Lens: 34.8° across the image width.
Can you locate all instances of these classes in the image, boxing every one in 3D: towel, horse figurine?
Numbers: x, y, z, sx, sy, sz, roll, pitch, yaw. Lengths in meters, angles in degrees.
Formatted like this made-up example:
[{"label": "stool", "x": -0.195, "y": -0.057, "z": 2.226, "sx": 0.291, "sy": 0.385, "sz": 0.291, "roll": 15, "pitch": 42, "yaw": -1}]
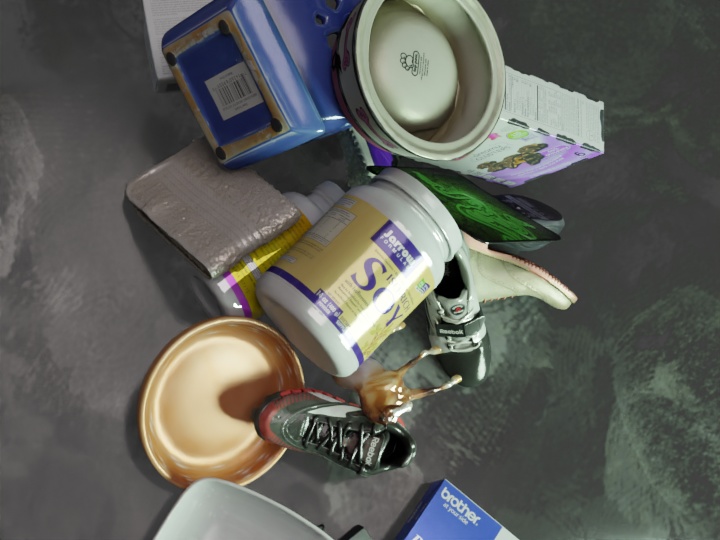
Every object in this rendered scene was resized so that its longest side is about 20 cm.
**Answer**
[{"label": "towel", "x": -0.172, "y": -0.077, "z": 1.300, "sx": 0.132, "sy": 0.035, "sz": 0.200, "roll": -36, "pitch": 50, "yaw": -21}, {"label": "horse figurine", "x": 0.018, "y": 0.109, "z": 1.318, "sx": 0.132, "sy": 0.050, "sz": 0.200, "roll": -27, "pitch": 41, "yaw": -27}]

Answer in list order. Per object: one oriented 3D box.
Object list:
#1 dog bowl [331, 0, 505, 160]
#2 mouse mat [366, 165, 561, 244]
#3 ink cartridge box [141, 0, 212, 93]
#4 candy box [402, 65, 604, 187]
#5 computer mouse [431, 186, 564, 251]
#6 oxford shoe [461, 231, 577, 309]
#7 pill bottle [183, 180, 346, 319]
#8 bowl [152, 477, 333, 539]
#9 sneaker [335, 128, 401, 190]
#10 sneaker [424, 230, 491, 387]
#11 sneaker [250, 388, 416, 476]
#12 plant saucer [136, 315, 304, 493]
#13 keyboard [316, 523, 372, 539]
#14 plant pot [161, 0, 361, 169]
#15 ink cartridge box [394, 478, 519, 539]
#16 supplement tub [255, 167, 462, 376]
[{"label": "dog bowl", "x": 0.056, "y": -0.209, "z": 1.205, "sx": 0.199, "sy": 0.074, "sz": 0.202, "roll": 4, "pitch": 84, "yaw": -35}, {"label": "mouse mat", "x": 0.120, "y": -0.079, "z": 1.338, "sx": 0.160, "sy": 0.008, "sz": 0.200, "roll": -3, "pitch": 32, "yaw": -47}, {"label": "ink cartridge box", "x": -0.188, "y": -0.322, "z": 1.408, "sx": 0.162, "sy": 0.057, "sz": 0.201, "roll": -8, "pitch": 74, "yaw": -18}, {"label": "candy box", "x": 0.163, "y": -0.172, "z": 1.379, "sx": 0.199, "sy": 0.167, "sz": 0.072, "roll": 12, "pitch": 72, "yaw": -33}, {"label": "computer mouse", "x": 0.168, "y": -0.058, "z": 1.416, "sx": 0.199, "sy": 0.138, "sz": 0.053, "roll": 1, "pitch": 116, "yaw": -41}, {"label": "oxford shoe", "x": 0.172, "y": 0.010, "z": 1.429, "sx": 0.199, "sy": 0.071, "sz": 0.074, "roll": 25, "pitch": 91, "yaw": -4}, {"label": "pill bottle", "x": -0.098, "y": -0.022, "z": 1.328, "sx": 0.200, "sy": 0.104, "sz": 0.105, "roll": -35, "pitch": 88, "yaw": -21}, {"label": "bowl", "x": -0.132, "y": 0.340, "z": 1.221, "sx": 0.199, "sy": 0.075, "sz": 0.201, "roll": 26, "pitch": 77, "yaw": 10}, {"label": "sneaker", "x": 0.028, "y": -0.156, "z": 1.417, "sx": 0.099, "sy": 0.070, "sz": 0.201, "roll": -15, "pitch": 82, "yaw": -22}, {"label": "sneaker", "x": 0.109, "y": 0.050, "z": 1.359, "sx": 0.074, "sy": 0.089, "sz": 0.201, "roll": -13, "pitch": 100, "yaw": 7}, {"label": "sneaker", "x": -0.022, "y": 0.182, "z": 1.279, "sx": 0.199, "sy": 0.098, "sz": 0.071, "roll": 16, "pitch": 95, "yaw": -27}, {"label": "plant saucer", "x": -0.156, "y": 0.145, "z": 1.267, "sx": 0.199, "sy": 0.037, "sz": 0.202, "roll": -8, "pitch": 105, "yaw": -30}, {"label": "keyboard", "x": -0.058, "y": 0.365, "z": 1.279, "sx": 0.200, "sy": 0.040, "sz": 0.104, "roll": -37, "pitch": 90, "yaw": -22}, {"label": "plant pot", "x": -0.088, "y": -0.228, "z": 1.264, "sx": 0.180, "sy": 0.199, "sz": 0.201, "roll": -35, "pitch": 103, "yaw": -40}, {"label": "ink cartridge box", "x": 0.142, "y": 0.344, "z": 1.341, "sx": 0.200, "sy": 0.044, "sz": 0.094, "roll": 40, "pitch": 68, "yaw": -3}, {"label": "supplement tub", "x": 0.000, "y": 0.000, "z": 1.247, "sx": 0.145, "sy": 0.145, "sz": 0.200, "roll": 45, "pitch": 76, "yaw": -2}]
